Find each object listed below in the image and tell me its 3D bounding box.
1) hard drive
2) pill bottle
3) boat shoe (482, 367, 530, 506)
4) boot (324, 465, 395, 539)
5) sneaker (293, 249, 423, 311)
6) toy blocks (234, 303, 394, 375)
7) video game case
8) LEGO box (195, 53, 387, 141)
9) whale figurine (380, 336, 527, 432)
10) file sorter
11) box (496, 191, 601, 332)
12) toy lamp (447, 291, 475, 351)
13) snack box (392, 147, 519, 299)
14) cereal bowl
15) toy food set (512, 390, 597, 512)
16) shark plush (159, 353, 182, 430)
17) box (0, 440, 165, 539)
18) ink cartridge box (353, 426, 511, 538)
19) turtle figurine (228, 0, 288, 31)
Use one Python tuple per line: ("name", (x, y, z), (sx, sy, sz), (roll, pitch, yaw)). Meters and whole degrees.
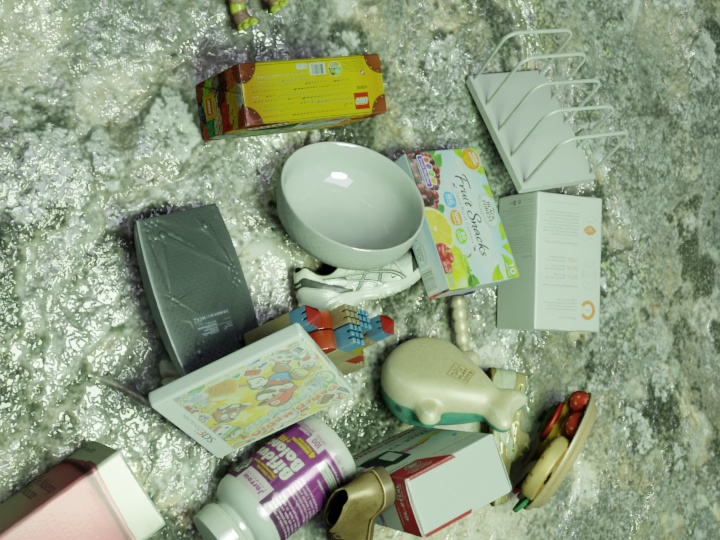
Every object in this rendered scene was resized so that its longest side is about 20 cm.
("hard drive", (-0.207, 0.025, 1.341), (0.135, 0.042, 0.201), (-17, 88, -41))
("pill bottle", (-0.111, 0.284, 1.369), (0.200, 0.112, 0.113), (-37, 105, -25))
("boat shoe", (0.214, 0.243, 1.563), (0.066, 0.074, 0.201), (2, 87, -8))
("boot", (-0.021, 0.320, 1.388), (0.075, 0.200, 0.074), (-15, 58, -27))
("sneaker", (0.000, 0.000, 1.459), (0.199, 0.076, 0.088), (-23, 100, -28))
("toy blocks", (-0.045, 0.090, 1.353), (0.200, 0.136, 0.100), (18, 52, -52))
("video game case", (-0.128, 0.151, 1.304), (0.199, 0.023, 0.182), (-26, 145, 6))
("LEGO box", (-0.090, -0.221, 1.375), (0.199, 0.149, 0.078), (-10, 94, -28))
("whale figurine", (0.123, 0.174, 1.467), (0.159, 0.199, 0.104), (-48, 151, -46))
("file sorter", (0.271, -0.236, 1.543), (0.138, 0.125, 0.201), (-9, 65, -29))
("box", (0.282, -0.010, 1.600), (0.124, 0.097, 0.201), (4, 86, -29))
("toy lamp", (0.144, 0.086, 1.546), (0.058, 0.058, 0.201), (-7, 92, -28))
("snack box", (0.130, -0.069, 1.506), (0.142, 0.053, 0.201), (-10, 78, -40))
("cereal bowl", (-0.019, -0.074, 1.418), (0.199, 0.083, 0.201), (11, 47, -12))
("toy food set", (0.276, 0.260, 1.546), (0.049, 0.198, 0.200), (30, 63, 6))
("shark plush", (-0.157, 0.141, 1.377), (0.199, 0.091, 0.084), (-5, 59, -22))
("box", (-0.348, 0.301, 1.231), (0.200, 0.128, 0.109), (-36, 104, -25))
("ink cartridge box", (0.078, 0.276, 1.424), (0.145, 0.200, 0.083), (-22, 96, -27))
("turtle figurine", (-0.172, -0.395, 1.384), (0.200, 0.064, 0.162), (-40, 115, -32))
